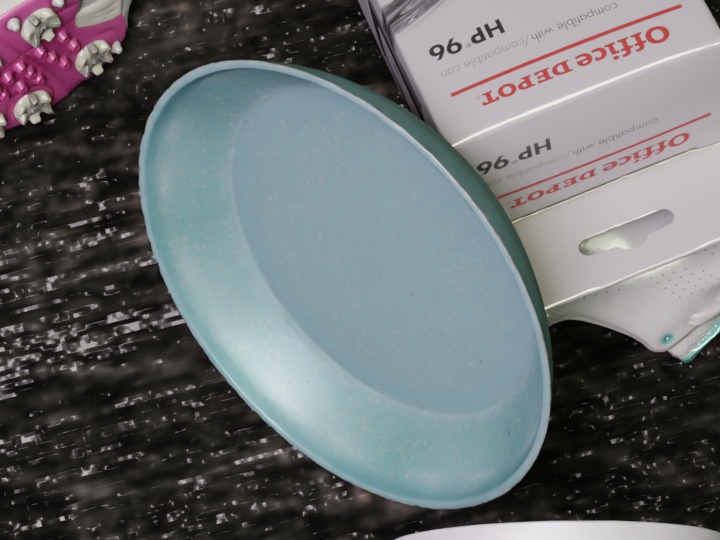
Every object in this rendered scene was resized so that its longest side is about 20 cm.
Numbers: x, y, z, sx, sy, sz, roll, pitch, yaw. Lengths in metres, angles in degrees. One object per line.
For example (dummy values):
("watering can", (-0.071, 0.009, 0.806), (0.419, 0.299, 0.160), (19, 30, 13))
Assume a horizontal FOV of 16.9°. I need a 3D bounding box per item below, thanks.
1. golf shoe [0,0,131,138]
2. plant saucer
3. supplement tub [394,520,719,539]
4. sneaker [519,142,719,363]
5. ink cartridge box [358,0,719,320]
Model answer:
("golf shoe", (-0.128, -0.133, 1.001), (0.200, 0.075, 0.092), (-42, 64, -4))
("plant saucer", (0.000, 0.000, 0.929), (0.200, 0.200, 0.036), (46, 53, 6))
("supplement tub", (0.072, 0.195, 0.853), (0.144, 0.145, 0.201), (-1, 77, 0))
("sneaker", (0.140, -0.008, 0.982), (0.199, 0.075, 0.089), (-11, 95, 5))
("ink cartridge box", (0.071, -0.092, 0.946), (0.116, 0.068, 0.200), (-22, 56, -2))
